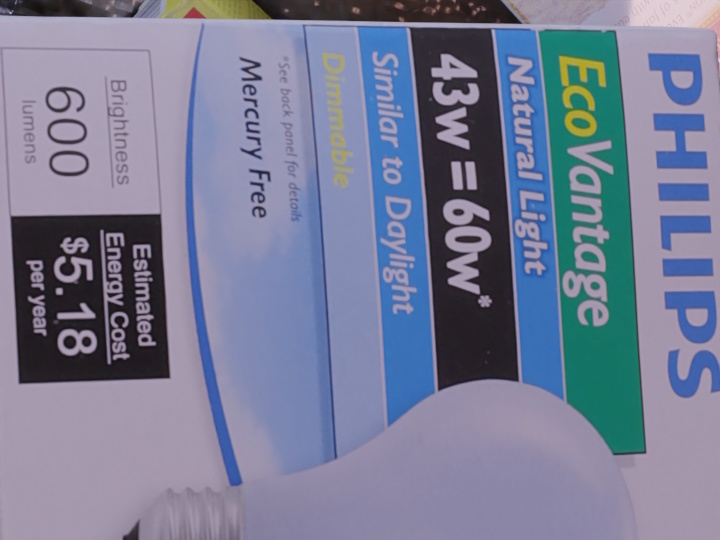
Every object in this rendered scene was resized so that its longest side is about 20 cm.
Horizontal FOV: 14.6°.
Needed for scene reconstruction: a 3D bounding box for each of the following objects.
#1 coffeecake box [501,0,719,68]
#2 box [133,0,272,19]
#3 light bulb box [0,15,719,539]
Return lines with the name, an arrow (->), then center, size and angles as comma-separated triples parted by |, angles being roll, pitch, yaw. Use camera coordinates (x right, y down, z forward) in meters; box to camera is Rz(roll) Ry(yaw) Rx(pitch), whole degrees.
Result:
coffeecake box -> 0.073, -0.152, 0.782 | 0.153, 0.073, 0.200 | -41, 106, 9
box -> 0.000, 0.000, 0.840 | 0.200, 0.050, 0.075 | 43, 103, -15
light bulb box -> -0.014, 0.043, 0.713 | 0.199, 0.125, 0.199 | -2, 84, -23
